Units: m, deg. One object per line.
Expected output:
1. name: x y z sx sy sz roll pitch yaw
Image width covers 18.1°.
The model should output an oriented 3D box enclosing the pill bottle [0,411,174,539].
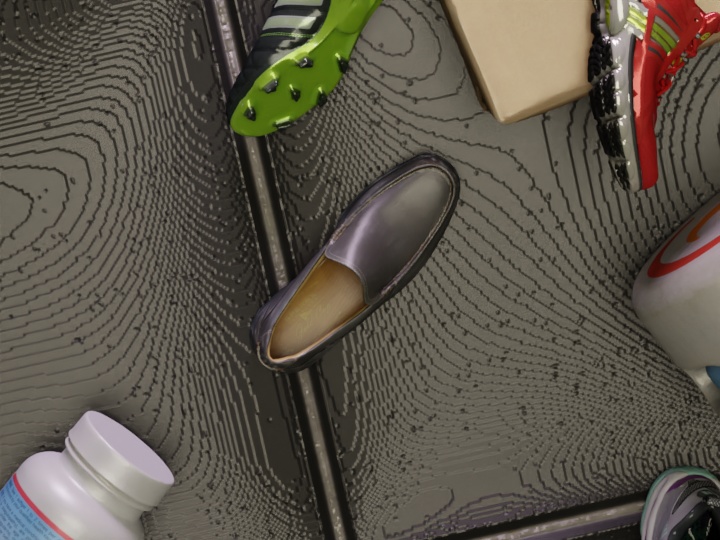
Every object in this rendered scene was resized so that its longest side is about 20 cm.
1. pill bottle: -0.227 0.204 1.634 0.109 0.109 0.200 38 96 -6

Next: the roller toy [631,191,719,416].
1. roller toy: 0.297 0.013 1.586 0.182 0.200 0.140 -35 98 33

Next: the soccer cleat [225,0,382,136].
1. soccer cleat: -0.034 -0.182 1.612 0.067 0.081 0.200 17 120 -42

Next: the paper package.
1. paper package: 0.149 -0.222 1.588 0.199 0.103 0.192 -23 98 2

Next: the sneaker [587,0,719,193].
1. sneaker: 0.199 -0.151 1.512 0.084 0.077 0.202 -1 98 -7

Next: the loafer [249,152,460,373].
1. loafer: 0.000 0.000 1.630 0.073 0.072 0.200 40 94 -5

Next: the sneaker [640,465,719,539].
1. sneaker: 0.229 0.250 1.634 0.077 0.140 0.202 5 97 -2
